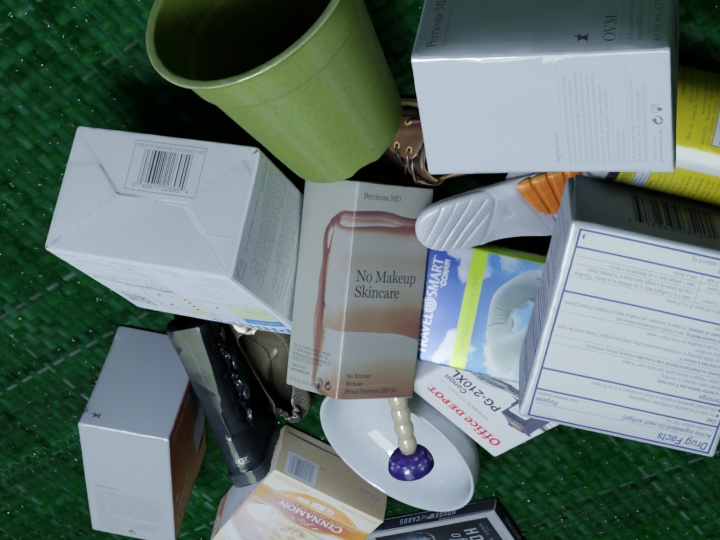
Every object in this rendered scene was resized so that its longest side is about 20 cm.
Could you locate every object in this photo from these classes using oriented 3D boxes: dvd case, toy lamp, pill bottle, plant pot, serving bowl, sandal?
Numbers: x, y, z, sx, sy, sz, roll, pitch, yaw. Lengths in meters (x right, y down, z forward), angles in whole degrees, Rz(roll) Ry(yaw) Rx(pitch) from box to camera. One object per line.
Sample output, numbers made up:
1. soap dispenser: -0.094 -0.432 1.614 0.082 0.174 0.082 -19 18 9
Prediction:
1. dvd case: 0.114 0.360 1.810 0.198 0.025 0.151 -15 129 27
2. toy lamp: 0.036 0.121 1.466 0.057 0.058 0.202 -1 120 15
3. pill bottle: 0.306 -0.115 1.238 0.197 0.112 0.112 14 135 1
4. plant pot: -0.055 -0.180 1.235 0.198 0.202 0.190 -11 143 23
5. serving bowl: 0.053 0.183 1.607 0.198 0.066 0.201 23 144 18
6. sandal: 0.145 -0.074 1.338 0.204 0.060 0.080 -10 134 -11

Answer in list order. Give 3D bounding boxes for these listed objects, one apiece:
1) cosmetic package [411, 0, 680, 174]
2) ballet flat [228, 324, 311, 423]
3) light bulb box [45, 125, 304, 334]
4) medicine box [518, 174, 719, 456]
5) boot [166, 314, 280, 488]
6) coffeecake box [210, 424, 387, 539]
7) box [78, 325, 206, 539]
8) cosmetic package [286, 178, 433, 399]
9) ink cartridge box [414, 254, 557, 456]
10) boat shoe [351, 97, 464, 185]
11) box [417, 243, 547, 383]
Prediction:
1. cosmetic package: 0.155 -0.187 1.143 0.197 0.201 0.124 -1 134 15
2. ballet flat: -0.102 0.103 1.599 0.066 0.047 0.201 -4 132 17
3. light bulb box: -0.159 -0.035 1.350 0.196 0.127 0.200 9 167 19
4. medicine box: 0.248 0.042 1.255 0.180 0.103 0.202 12 117 0
5. boot: -0.157 0.121 1.598 0.065 0.165 0.202 -23 109 1
6. coffeecake box: -0.077 0.299 1.765 0.152 0.074 0.200 27 134 -13
7. box: -0.249 0.194 1.650 0.105 0.153 0.202 10 136 5
8. cosmetic package: 0.000 0.015 1.342 0.102 0.203 0.087 1 -174 -38
9. ink cartridge box: 0.170 0.094 1.494 0.144 0.085 0.199 39 129 -22
10. boat shoe: 0.057 -0.117 1.330 0.197 0.068 0.072 -7 132 20
11. box: 0.128 0.039 1.367 0.197 0.048 0.124 12 101 6
